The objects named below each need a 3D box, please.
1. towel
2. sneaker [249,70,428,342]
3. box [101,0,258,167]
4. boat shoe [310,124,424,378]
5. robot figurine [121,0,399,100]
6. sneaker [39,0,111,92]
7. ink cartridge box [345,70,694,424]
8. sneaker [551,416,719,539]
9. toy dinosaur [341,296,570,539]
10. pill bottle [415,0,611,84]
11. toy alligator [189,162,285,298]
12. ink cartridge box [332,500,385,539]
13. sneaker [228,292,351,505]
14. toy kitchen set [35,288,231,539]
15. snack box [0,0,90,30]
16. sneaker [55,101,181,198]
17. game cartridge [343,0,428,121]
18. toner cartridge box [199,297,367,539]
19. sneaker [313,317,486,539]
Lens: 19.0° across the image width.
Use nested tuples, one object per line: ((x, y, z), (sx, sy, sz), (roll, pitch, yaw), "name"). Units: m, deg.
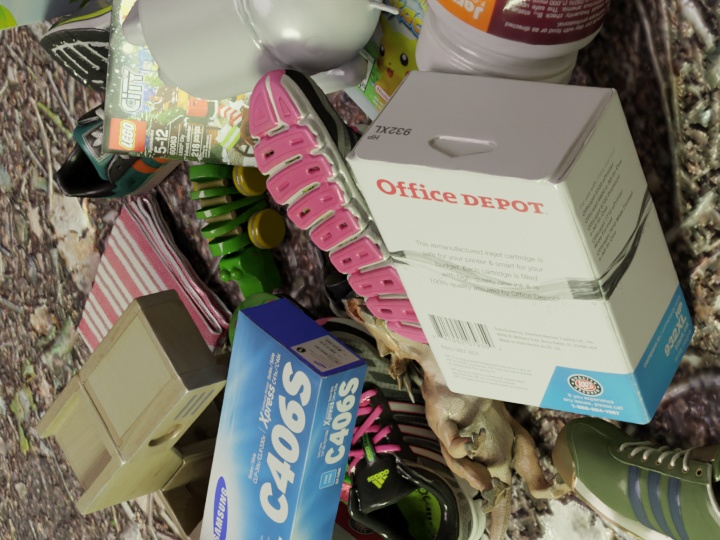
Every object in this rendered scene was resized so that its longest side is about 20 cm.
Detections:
((-0.172, 0.047, 1.799), (0.147, 0.030, 0.200), (54, 144, 21), "towel")
((0.009, -0.053, 1.377), (0.200, 0.087, 0.074), (52, 147, -10), "sneaker")
((-0.110, -0.171, 1.526), (0.038, 0.135, 0.201), (-96, 12, -56), "box")
((0.000, 0.000, 1.518), (0.074, 0.060, 0.202), (10, 115, 45), "boat shoe")
((-0.066, -0.178, 1.407), (0.199, 0.113, 0.170), (-9, 136, 41), "robot figurine")
((-0.165, -0.196, 1.624), (0.199, 0.081, 0.074), (-16, 128, 43), "sneaker")
((0.099, -0.014, 1.272), (0.144, 0.084, 0.201), (9, 140, 34), "ink cartridge box")
((0.206, 0.133, 1.312), (0.200, 0.067, 0.090), (42, 128, 33), "sneaker")
((0.071, 0.097, 1.459), (0.135, 0.086, 0.201), (25, 138, 55), "toy dinosaur")
((0.100, -0.197, 1.250), (0.114, 0.114, 0.201), (44, 136, 31), "pill bottle")
((-0.093, -0.019, 1.632), (0.059, 0.054, 0.201), (-7, 102, 45), "toy alligator")
((-0.027, 0.262, 1.553), (0.147, 0.199, 0.086), (36, 138, 38), "ink cartridge box")
((-0.015, 0.093, 1.583), (0.077, 0.084, 0.201), (-33, 93, 20), "sneaker")
((-0.092, 0.118, 1.587), (0.164, 0.199, 0.181), (58, 134, 18), "toy kitchen set")
((-0.266, -0.292, 1.642), (0.067, 0.168, 0.202), (19, 119, 49), "snack box")
((-0.173, -0.109, 1.677), (0.072, 0.080, 0.200), (60, 140, 13), "sneaker")
((0.039, -0.148, 1.422), (0.200, 0.040, 0.134), (47, 135, 29), "game cartridge")
((-0.056, 0.130, 1.487), (0.095, 0.043, 0.201), (37, 127, 40), "toner cartridge box")
((0.017, 0.125, 1.489), (0.073, 0.087, 0.201), (-27, 101, 23), "sneaker")
